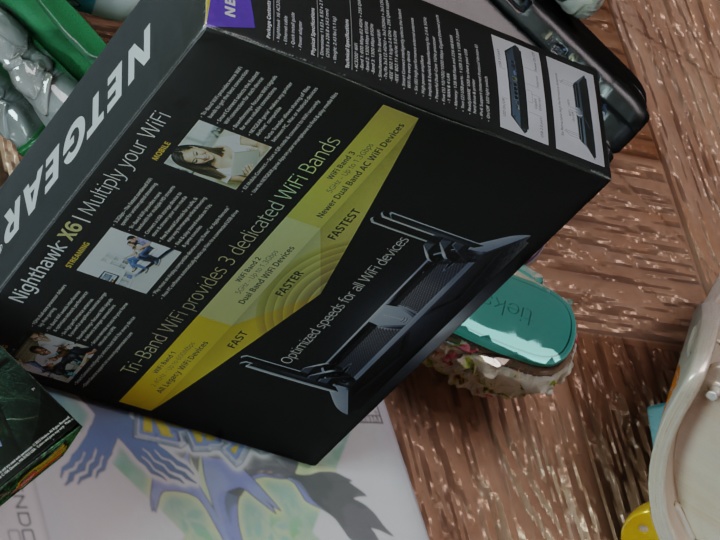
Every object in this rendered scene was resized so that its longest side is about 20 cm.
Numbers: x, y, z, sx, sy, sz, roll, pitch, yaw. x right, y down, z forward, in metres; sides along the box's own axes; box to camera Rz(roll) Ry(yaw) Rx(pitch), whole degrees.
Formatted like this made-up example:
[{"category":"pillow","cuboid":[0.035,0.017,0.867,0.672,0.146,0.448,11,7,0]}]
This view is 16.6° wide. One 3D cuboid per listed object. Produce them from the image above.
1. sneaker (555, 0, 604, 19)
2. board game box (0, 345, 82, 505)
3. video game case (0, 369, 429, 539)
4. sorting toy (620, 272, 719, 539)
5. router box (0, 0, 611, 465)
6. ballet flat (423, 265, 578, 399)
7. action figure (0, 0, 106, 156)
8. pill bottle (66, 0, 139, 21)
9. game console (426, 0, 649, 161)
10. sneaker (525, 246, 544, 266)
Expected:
[{"category":"sneaker","cuboid":[0.088,-0.179,1.203,0.087,0.076,0.200,32,7,-9]},{"category":"board game box","cuboid":[-0.186,0.067,0.756,0.105,0.023,0.200,45,45,6]},{"category":"video game case","cuboid":[-0.057,0.101,0.913,0.199,0.022,0.183,4,55,-37]},{"category":"sorting toy","cuboid":[0.208,0.078,1.124,0.200,0.107,0.180,36,35,-10]},{"category":"router box","cuboid":[-0.033,-0.019,0.862,0.157,0.200,0.052,19,47,-26]},{"category":"ballet flat","cuboid":[0.000,0.000,1.036,0.199,0.064,0.076,33,59,-13]},{"category":"action figure","cuboid":[-0.103,-0.048,0.949,0.200,0.118,0.055,40,59,-18]},{"category":"pill bottle","cuboid":[-0.128,-0.164,0.964,0.199,0.111,0.111,14,48,-8]},{"category":"game console","cuboid":[0.030,-0.105,1.177,0.200,0.116,0.176,44,12,-2]},{"category":"sneaker","cuboid":[0.006,-0.071,1.049,0.200,0.114,0.073,35,70,-5]}]
